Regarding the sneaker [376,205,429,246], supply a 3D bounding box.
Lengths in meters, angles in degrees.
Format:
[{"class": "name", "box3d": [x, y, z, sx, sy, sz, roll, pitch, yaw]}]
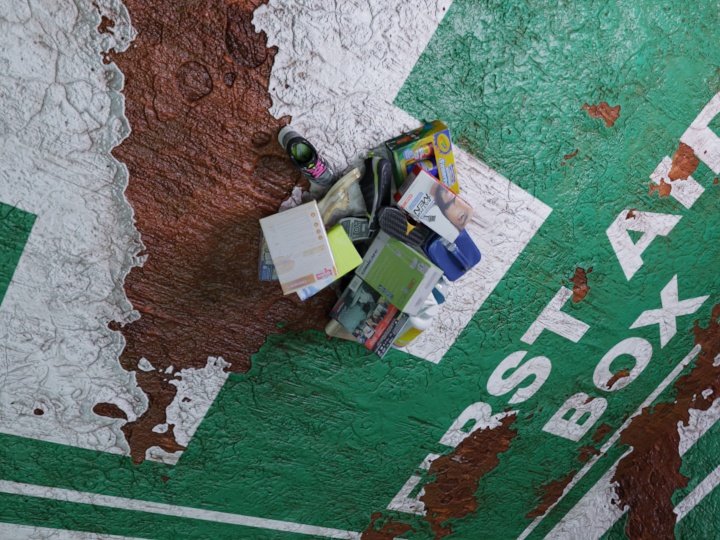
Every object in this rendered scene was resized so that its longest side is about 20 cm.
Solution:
[{"class": "sneaker", "box3d": [0.098, -0.128, 1.558, 0.198, 0.090, 0.071, 23, 104, -42]}]

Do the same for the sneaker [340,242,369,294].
[{"class": "sneaker", "box3d": [0.000, 0.000, 1.690, 0.081, 0.072, 0.203, -4, 133, -30]}]

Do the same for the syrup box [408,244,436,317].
[{"class": "syrup box", "box3d": [0.133, 0.027, 1.651, 0.078, 0.203, 0.081, -36, 153, 30]}]

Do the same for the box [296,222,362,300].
[{"class": "box", "box3d": [-0.107, -0.023, 1.563, 0.198, 0.048, 0.123, -33, 107, 1]}]

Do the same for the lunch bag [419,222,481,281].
[{"class": "lunch bag", "box3d": [0.263, -0.066, 1.698, 0.135, 0.133, 0.200, -39, 125, 8]}]

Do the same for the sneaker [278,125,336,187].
[{"class": "sneaker", "box3d": [-0.128, -0.272, 1.449, 0.073, 0.088, 0.200, -39, 126, 8]}]

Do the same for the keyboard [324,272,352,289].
[{"class": "keyboard", "box3d": [-0.100, -0.005, 1.615, 0.197, 0.040, 0.106, -27, 105, 0]}]

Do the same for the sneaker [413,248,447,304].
[{"class": "sneaker", "box3d": [0.194, 0.009, 1.758, 0.076, 0.081, 0.201, -25, 111, 34]}]

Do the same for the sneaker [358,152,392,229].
[{"class": "sneaker", "box3d": [0.035, -0.214, 1.549, 0.071, 0.082, 0.205, -25, 129, -52]}]

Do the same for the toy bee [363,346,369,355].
[{"class": "toy bee", "box3d": [0.029, 0.122, 1.669, 0.107, 0.201, 0.132, 31, 141, 10]}]

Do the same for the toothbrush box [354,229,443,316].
[{"class": "toothbrush box", "box3d": [0.103, 0.004, 1.571, 0.147, 0.199, 0.086, -57, 147, 8]}]

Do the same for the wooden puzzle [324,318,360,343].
[{"class": "wooden puzzle", "box3d": [0.001, 0.137, 1.767, 0.186, 0.037, 0.199, -49, 143, 13]}]

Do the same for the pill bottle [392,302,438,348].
[{"class": "pill bottle", "box3d": [0.155, 0.153, 1.772, 0.102, 0.106, 0.200, 14, 141, -27]}]

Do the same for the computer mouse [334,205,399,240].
[{"class": "computer mouse", "box3d": [0.013, -0.128, 1.622, 0.195, 0.044, 0.112, -3, 119, -22]}]

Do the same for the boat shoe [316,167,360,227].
[{"class": "boat shoe", "box3d": [-0.062, -0.187, 1.528, 0.066, 0.074, 0.200, 44, 111, -2]}]

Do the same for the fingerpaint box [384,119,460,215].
[{"class": "fingerpaint box", "box3d": [0.171, -0.278, 1.565, 0.164, 0.074, 0.203, -22, 126, -6]}]

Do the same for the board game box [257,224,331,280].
[{"class": "board game box", "box3d": [-0.182, -0.049, 1.597, 0.195, 0.047, 0.154, -1, 121, -20]}]

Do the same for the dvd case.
[{"class": "dvd case", "box3d": [0.024, 0.125, 1.608, 0.147, 0.199, 0.022, -56, 164, 8]}]

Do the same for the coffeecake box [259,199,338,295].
[{"class": "coffeecake box", "box3d": [-0.156, -0.060, 1.487, 0.150, 0.073, 0.204, -18, 97, 1]}]

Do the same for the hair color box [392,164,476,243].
[{"class": "hair color box", "box3d": [0.198, -0.176, 1.533, 0.198, 0.064, 0.112, 31, 107, -22]}]
